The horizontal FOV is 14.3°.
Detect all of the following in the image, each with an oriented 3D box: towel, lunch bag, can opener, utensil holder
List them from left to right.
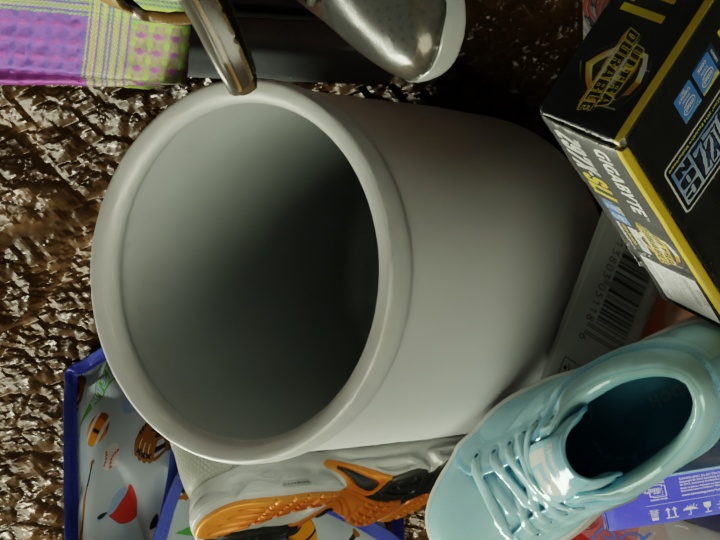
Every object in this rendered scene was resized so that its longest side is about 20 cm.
[{"bbox_3d":[-0.172,-0.154,1.280,0.199,0.023,0.144,3,110,-7],"label":"towel"},{"bbox_3d":[-0.079,-0.126,1.331,0.199,0.054,0.067,2,139,-7],"label":"can opener"},{"bbox_3d":[-0.063,0.135,1.509,0.170,0.201,0.124,29,130,-29],"label":"lunch bag"},{"bbox_3d":[0.000,0.000,1.340,0.170,0.171,0.200,-34,162,30],"label":"utensil holder"}]

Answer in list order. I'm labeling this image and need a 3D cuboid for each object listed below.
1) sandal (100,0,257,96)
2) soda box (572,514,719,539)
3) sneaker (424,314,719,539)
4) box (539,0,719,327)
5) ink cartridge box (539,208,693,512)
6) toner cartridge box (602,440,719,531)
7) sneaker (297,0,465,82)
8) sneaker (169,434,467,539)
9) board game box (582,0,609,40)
[{"bbox_3d":[-0.113,-0.154,1.229,0.054,0.082,0.200,-37,104,8],"label":"sandal"},{"bbox_3d":[0.178,0.142,1.633,0.199,0.064,0.070,22,132,-24],"label":"soda box"},{"bbox_3d":[0.092,0.080,1.287,0.200,0.074,0.082,-38,168,32],"label":"sneaker"},{"bbox_3d":[0.170,-0.098,1.213,0.049,0.200,0.160,24,164,37],"label":"box"},{"bbox_3d":[0.161,0.032,1.403,0.200,0.050,0.163,-10,126,-51],"label":"ink cartridge box"},{"bbox_3d":[0.222,0.076,1.540,0.199,0.095,0.043,-10,137,7],"label":"toner cartridge box"},{"bbox_3d":[-0.042,-0.148,1.211,0.200,0.082,0.077,47,137,13],"label":"sneaker"},{"bbox_3d":[-0.015,0.078,1.445,0.199,0.092,0.076,-4,153,-45],"label":"sneaker"},{"bbox_3d":[0.146,-0.176,1.207,0.034,0.134,0.201,24,134,35],"label":"board game box"}]
